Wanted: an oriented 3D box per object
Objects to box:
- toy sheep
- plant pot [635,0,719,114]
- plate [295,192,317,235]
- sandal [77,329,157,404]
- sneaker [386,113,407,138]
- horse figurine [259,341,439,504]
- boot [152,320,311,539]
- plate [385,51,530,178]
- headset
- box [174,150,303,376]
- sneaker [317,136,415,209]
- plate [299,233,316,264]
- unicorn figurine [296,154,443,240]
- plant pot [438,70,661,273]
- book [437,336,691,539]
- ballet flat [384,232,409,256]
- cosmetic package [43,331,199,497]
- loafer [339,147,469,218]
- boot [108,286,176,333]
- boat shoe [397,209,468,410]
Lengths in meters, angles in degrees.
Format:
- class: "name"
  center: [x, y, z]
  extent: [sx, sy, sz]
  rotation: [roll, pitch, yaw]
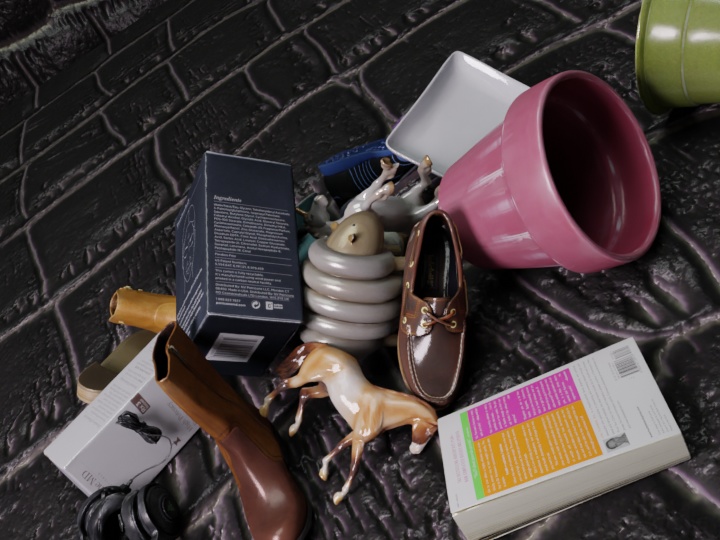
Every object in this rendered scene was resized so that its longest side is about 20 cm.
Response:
- class: "toy sheep"
  center: [-0.010, 0.033, 1.018]
  extent: [0.136, 0.202, 0.138]
  rotation: [7, 13, -2]
- class: "plant pot"
  center: [0.430, -0.261, 1.010]
  extent: [0.189, 0.201, 0.201]
  rotation: [15, 55, 36]
- class: "plate"
  center: [-0.124, -0.029, 1.252]
  extent: [0.200, 0.026, 0.200]
  rotation: [-45, 0, 0]
- class: "sandal"
  center: [-0.293, 0.139, 1.201]
  extent: [0.077, 0.070, 0.212]
  rotation: [20, 24, 18]
- class: "sneaker"
  center: [0.068, -0.179, 1.289]
  extent: [0.199, 0.089, 0.081]
  rotation: [-3, 44, 40]
- class: "horse figurine"
  center: [-0.022, 0.137, 0.944]
  extent: [0.133, 0.050, 0.200]
  rotation: [-51, 56, 8]
- class: "boot"
  center: [-0.127, 0.162, 0.904]
  extent: [0.068, 0.201, 0.189]
  rotation: [-27, 33, 9]
- class: "plate"
  center: [0.158, -0.167, 1.163]
  extent: [0.199, 0.032, 0.201]
  rotation: [30, 59, 10]
- class: "headset"
  center: [-0.255, 0.258, 0.991]
  extent: [0.123, 0.094, 0.201]
  rotation: [-11, 50, 30]
- class: "box"
  center: [-0.141, -0.003, 1.035]
  extent: [0.149, 0.106, 0.202]
  rotation: [129, 141, -53]
- class: "sneaker"
  center: [0.029, -0.133, 1.256]
  extent: [0.199, 0.078, 0.070]
  rotation: [-8, 24, 46]
- class: "plate"
  center: [-0.090, 0.008, 1.168]
  extent: [0.200, 0.026, 0.201]
  rotation: [-44, 17, 17]
- class: "unicorn figurine"
  center: [0.022, -0.074, 1.066]
  extent: [0.138, 0.198, 0.074]
  rotation: [126, 148, -46]
- class: "plant pot"
  center: [0.187, -0.084, 0.981]
  extent: [0.178, 0.200, 0.201]
  rotation: [-21, 31, 47]
- class: "book"
  center: [0.170, 0.144, 0.816]
  extent: [0.199, 0.048, 0.134]
  rotation: [-25, 31, 12]
- class: "ballet flat"
  center: [0.000, 0.000, 1.119]
  extent: [0.200, 0.068, 0.072]
  rotation: [-44, -1, -14]
- class: "cosmetic package"
  center: [-0.260, 0.179, 1.095]
  extent: [0.074, 0.102, 0.200]
  rotation: [11, 54, 50]
- class: "loafer"
  center: [0.069, -0.088, 1.199]
  extent: [0.199, 0.072, 0.063]
  rotation: [-25, 52, 14]
- class: "boot"
  center: [-0.236, 0.063, 1.162]
  extent: [0.201, 0.143, 0.072]
  rotation: [1, 77, 61]
- class: "boat shoe"
  center: [0.073, 0.037, 0.940]
  extent: [0.070, 0.070, 0.202]
  rotation: [-1, 71, -5]
